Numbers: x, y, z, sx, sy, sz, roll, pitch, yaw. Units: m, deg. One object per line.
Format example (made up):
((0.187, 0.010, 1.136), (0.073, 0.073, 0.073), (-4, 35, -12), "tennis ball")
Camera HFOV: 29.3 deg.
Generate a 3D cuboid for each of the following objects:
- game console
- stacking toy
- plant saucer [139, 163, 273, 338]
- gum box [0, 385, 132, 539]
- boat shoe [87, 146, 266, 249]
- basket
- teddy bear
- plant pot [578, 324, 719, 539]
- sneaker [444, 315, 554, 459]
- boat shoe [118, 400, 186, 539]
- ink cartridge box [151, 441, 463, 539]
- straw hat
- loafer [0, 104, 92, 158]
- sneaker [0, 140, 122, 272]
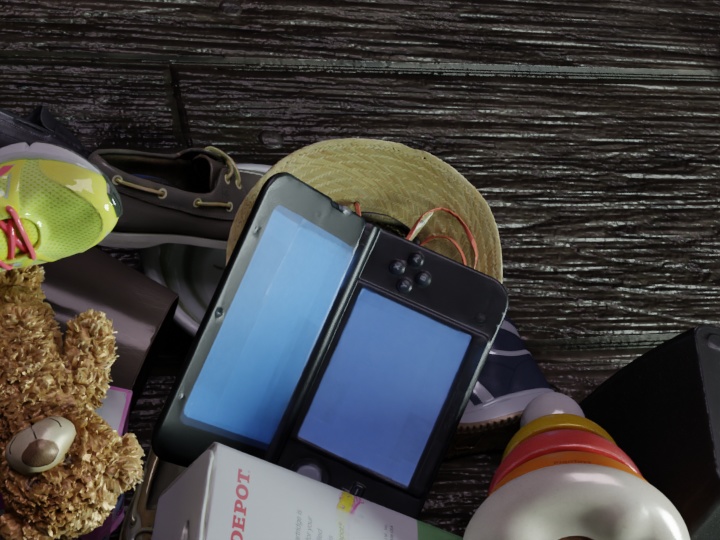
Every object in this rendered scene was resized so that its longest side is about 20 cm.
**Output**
((-0.013, 0.064, 0.915), (0.175, 0.116, 0.201), (24, 87, 7), "game console")
((0.142, 0.147, 0.944), (0.145, 0.147, 0.200), (17, 27, -3), "stacking toy")
((-0.078, 0.003, 1.092), (0.199, 0.050, 0.201), (10, 48, -11), "plant saucer")
((-0.247, 0.115, 0.899), (0.199, 0.114, 0.066), (14, 48, -6), "gum box")
((-0.123, -0.058, 1.029), (0.201, 0.061, 0.072), (-4, 39, -42), "boat shoe")
((-0.240, 0.029, 0.966), (0.199, 0.136, 0.181), (24, 32, -2), "basket")
((-0.210, 0.068, 0.829), (0.144, 0.067, 0.201), (-4, 51, -18), "teddy bear")
((0.273, 0.152, 0.993), (0.199, 0.178, 0.200), (10, 48, -8), "plant pot")
((0.052, 0.084, 1.050), (0.199, 0.070, 0.109), (-3, 56, -29), "sneaker")
((-0.120, 0.152, 0.942), (0.073, 0.063, 0.201), (14, 48, -5), "boat shoe")
((-0.033, 0.215, 0.864), (0.199, 0.087, 0.146), (26, 44, -24), "ink cartridge box")
((0.000, 0.000, 1.023), (0.200, 0.085, 0.203), (0, 90, -5), "straw hat")
((-0.247, -0.093, 1.071), (0.200, 0.068, 0.071), (16, 72, -35), "loafer")
((-0.240, -0.017, 0.829), (0.199, 0.078, 0.091), (-9, 37, 9), "sneaker")
